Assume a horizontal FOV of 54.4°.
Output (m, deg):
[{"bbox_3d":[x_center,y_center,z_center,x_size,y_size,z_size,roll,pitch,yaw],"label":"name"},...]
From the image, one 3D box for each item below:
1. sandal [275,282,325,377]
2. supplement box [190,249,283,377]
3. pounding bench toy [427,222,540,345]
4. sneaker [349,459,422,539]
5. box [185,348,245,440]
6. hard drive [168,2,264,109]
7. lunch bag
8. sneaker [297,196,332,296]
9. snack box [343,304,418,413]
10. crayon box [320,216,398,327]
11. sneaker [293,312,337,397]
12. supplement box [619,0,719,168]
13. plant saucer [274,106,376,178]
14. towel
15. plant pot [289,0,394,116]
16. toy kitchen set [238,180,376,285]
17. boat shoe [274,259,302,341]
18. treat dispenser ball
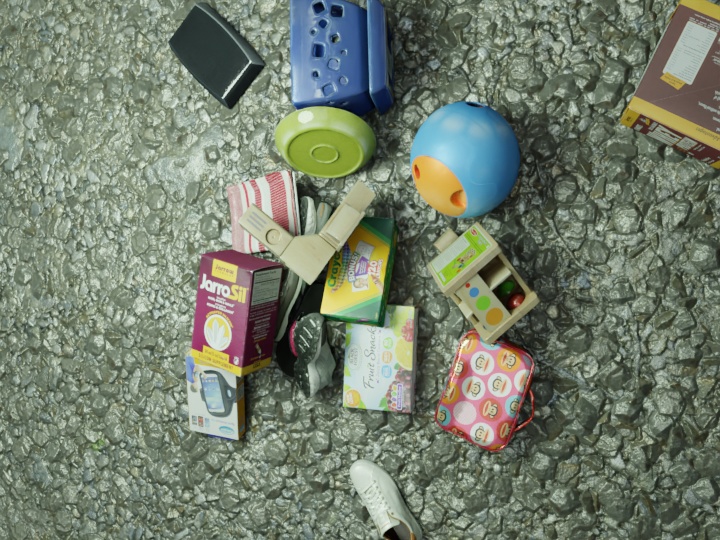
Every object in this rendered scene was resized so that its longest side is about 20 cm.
[{"bbox_3d":[-0.113,0.123,1.405,0.074,0.045,0.204,17,102,-27],"label":"sandal"},{"bbox_3d":[-0.233,0.077,1.325,0.128,0.103,0.206,14,103,27],"label":"supplement box"},{"bbox_3d":[0.219,0.014,1.298,0.124,0.201,0.156,-40,112,8],"label":"pounding bench toy"},{"bbox_3d":[0.047,0.460,1.369,0.073,0.084,0.201,-44,79,13],"label":"sneaker"},{"bbox_3d":[-0.300,0.266,1.457,0.116,0.041,0.206,7,108,16],"label":"box"},{"bbox_3d":[-0.308,-0.454,1.467,0.200,0.042,0.135,46,101,10],"label":"hard drive"},{"bbox_3d":[0.245,0.226,1.311,0.173,0.082,0.205,22,96,13],"label":"lunch bag"},{"bbox_3d":[-0.098,-0.044,1.404,0.074,0.078,0.205,36,120,52],"label":"sneaker"},{"bbox_3d":[0.040,0.169,1.380,0.138,0.053,0.206,2,90,16],"label":"snack box"},{"bbox_3d":[0.000,0.000,1.355,0.115,0.058,0.206,5,74,15],"label":"crayon box"},{"bbox_3d":[-0.083,0.155,1.357,0.074,0.078,0.204,47,145,36],"label":"sneaker"},{"bbox_3d":[0.578,-0.313,1.183,0.194,0.133,0.204,28,98,12],"label":"supplement box"},{"bbox_3d":[-0.068,-0.232,1.330,0.194,0.201,0.032,-5,61,15],"label":"plant saucer"},{"bbox_3d":[-0.198,-0.114,1.413,0.197,0.022,0.149,-8,89,41],"label":"towel"},{"bbox_3d":[-0.028,-0.394,1.319,0.174,0.200,0.206,-2,90,8],"label":"plant pot"},{"bbox_3d":[-0.092,-0.110,1.262,0.179,0.163,0.202,38,83,-3],"label":"toy kitchen set"},{"bbox_3d":[-0.164,0.045,1.374,0.072,0.059,0.206,43,120,51],"label":"boat shoe"},{"bbox_3d":[0.186,-0.197,1.256,0.195,0.200,0.207,0,91,15],"label":"treat dispenser ball"}]
